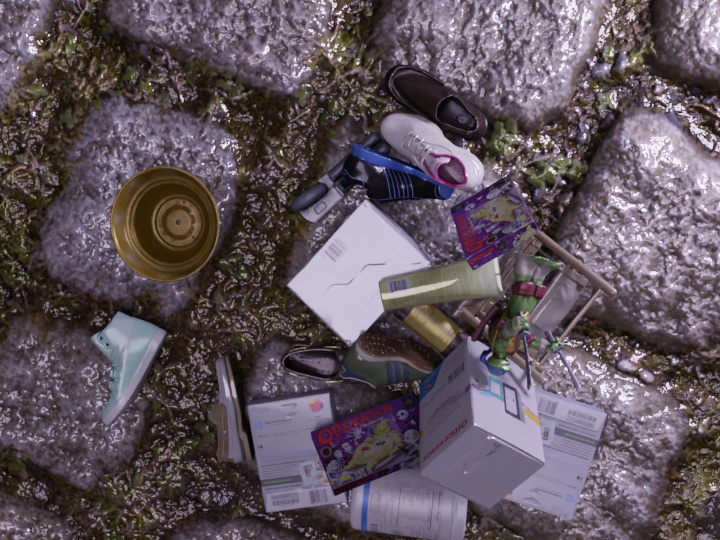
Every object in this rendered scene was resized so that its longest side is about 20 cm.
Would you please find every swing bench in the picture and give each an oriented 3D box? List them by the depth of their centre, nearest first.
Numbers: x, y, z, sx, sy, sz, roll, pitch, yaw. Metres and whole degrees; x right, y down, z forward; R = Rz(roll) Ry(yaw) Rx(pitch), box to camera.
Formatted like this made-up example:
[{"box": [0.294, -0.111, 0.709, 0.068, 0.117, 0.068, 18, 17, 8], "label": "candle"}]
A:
[{"box": [0.288, 0.046, 1.398, 0.199, 0.130, 0.200, 39, 99, 7], "label": "swing bench"}]

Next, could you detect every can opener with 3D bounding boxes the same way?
[{"box": [-0.033, -0.161, 1.445, 0.200, 0.066, 0.053, -41, 90, 4], "label": "can opener"}]

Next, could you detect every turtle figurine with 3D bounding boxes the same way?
[{"box": [0.275, 0.081, 1.267, 0.143, 0.200, 0.196, 13, 91, -24], "label": "turtle figurine"}]

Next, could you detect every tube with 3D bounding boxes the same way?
[{"box": [0.130, 0.024, 1.343, 0.198, 0.052, 0.058, -12, 132, 5], "label": "tube"}]

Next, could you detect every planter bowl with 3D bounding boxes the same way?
[{"box": [-0.336, -0.085, 1.474, 0.198, 0.083, 0.203, 1, 97, 6], "label": "planter bowl"}]

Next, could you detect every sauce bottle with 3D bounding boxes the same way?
[{"box": [0.150, 0.117, 1.450, 0.200, 0.065, 0.065, 40, 99, -1], "label": "sauce bottle"}]

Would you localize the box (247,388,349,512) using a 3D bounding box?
[{"box": [-0.112, 0.328, 1.505, 0.154, 0.041, 0.202, -10, 96, 6], "label": "box"}]

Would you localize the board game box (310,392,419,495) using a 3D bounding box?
[{"box": [0.025, 0.298, 1.434, 0.198, 0.120, 0.032, -20, 137, -12], "label": "board game box"}]

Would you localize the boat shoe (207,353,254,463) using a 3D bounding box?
[{"box": [-0.245, 0.255, 1.503, 0.068, 0.075, 0.202, -10, 95, 2], "label": "boat shoe"}]

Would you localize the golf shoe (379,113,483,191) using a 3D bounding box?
[{"box": [0.115, -0.200, 1.382, 0.199, 0.091, 0.076, 32, 112, 8], "label": "golf shoe"}]

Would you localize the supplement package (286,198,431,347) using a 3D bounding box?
[{"box": [0.000, 0.000, 1.430, 0.156, 0.111, 0.200, 44, 98, 0], "label": "supplement package"}]

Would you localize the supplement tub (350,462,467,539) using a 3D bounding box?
[{"box": [0.086, 0.398, 1.452, 0.197, 0.132, 0.134, 5, 96, 5], "label": "supplement tub"}]

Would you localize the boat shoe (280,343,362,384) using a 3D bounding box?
[{"box": [-0.044, 0.168, 1.478, 0.198, 0.060, 0.073, 6, 96, 6], "label": "boat shoe"}]

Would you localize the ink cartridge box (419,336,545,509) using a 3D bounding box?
[{"box": [0.193, 0.248, 1.353, 0.145, 0.201, 0.147, 29, 124, -17], "label": "ink cartridge box"}]

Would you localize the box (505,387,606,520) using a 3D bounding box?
[{"box": [0.328, 0.320, 1.461, 0.154, 0.041, 0.202, 16, 96, 5], "label": "box"}]

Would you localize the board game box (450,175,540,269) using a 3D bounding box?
[{"box": [0.214, -0.082, 1.347, 0.119, 0.201, 0.032, -34, 113, 14], "label": "board game box"}]

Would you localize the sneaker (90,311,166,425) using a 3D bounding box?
[{"box": [-0.452, 0.174, 1.517, 0.117, 0.074, 0.202, 28, 88, -4], "label": "sneaker"}]

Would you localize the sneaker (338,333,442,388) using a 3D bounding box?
[{"box": [0.047, 0.166, 1.435, 0.090, 0.199, 0.067, -48, 45, 28], "label": "sneaker"}]

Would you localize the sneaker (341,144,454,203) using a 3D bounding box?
[{"box": [0.062, -0.148, 1.418, 0.198, 0.070, 0.079, 20, 105, -13], "label": "sneaker"}]

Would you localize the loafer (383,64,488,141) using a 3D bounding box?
[{"box": [0.131, -0.291, 1.406, 0.199, 0.071, 0.074, 29, 98, 3], "label": "loafer"}]
